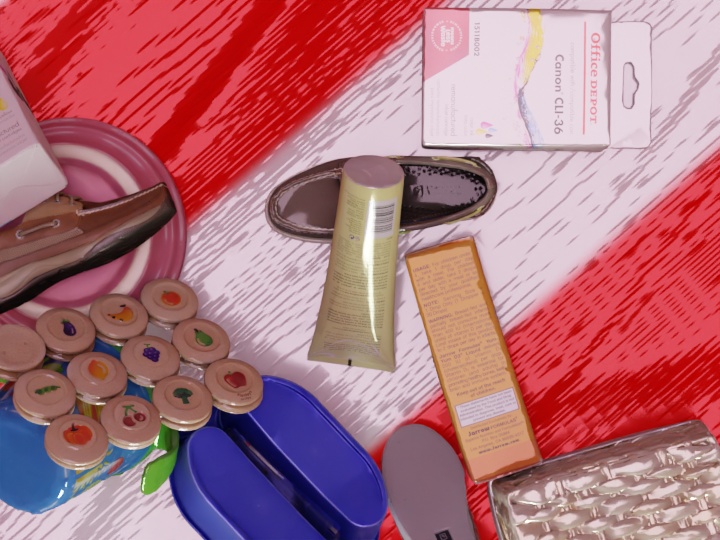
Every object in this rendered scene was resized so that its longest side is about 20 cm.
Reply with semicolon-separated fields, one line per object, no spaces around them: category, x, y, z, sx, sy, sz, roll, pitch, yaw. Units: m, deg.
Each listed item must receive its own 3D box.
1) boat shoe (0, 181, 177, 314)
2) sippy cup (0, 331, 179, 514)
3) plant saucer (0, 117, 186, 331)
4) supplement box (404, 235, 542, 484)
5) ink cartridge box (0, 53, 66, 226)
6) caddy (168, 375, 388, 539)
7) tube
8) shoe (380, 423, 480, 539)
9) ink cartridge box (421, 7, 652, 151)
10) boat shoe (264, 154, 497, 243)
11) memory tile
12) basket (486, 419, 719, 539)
boat shoe;-0.250;-0.030;1.710;0.199;0.076;0.074;-26;84;0
sippy cup;-0.247;0.129;1.705;0.177;0.130;0.141;-15;105;29
plant saucer;-0.248;-0.030;1.771;0.199;0.051;0.202;0;90;1
supplement box;0.094;0.074;1.760;0.068;0.067;0.202;-19;90;0
ink cartridge box;-0.334;-0.126;1.711;0.115;0.068;0.201;-31;56;-1
caddy;-0.069;0.184;1.743;0.141;0.105;0.200;-42;84;-20
tube;0.000;0.000;1.736;0.058;0.052;0.201;34;133;35
shoe;0.067;0.234;1.758;0.071;0.091;0.201;-16;60;-12
ink cartridge box;0.151;-0.160;1.759;0.198;0.067;0.118;0;90;1
boat shoe;0.017;-0.064;1.763;0.200;0.060;0.073;-6;90;0
memory tile;-0.190;0.078;1.678;0.199;0.017;0.153;-18;54;-33
basket;0.215;0.214;1.729;0.198;0.123;0.137;-16;89;1
